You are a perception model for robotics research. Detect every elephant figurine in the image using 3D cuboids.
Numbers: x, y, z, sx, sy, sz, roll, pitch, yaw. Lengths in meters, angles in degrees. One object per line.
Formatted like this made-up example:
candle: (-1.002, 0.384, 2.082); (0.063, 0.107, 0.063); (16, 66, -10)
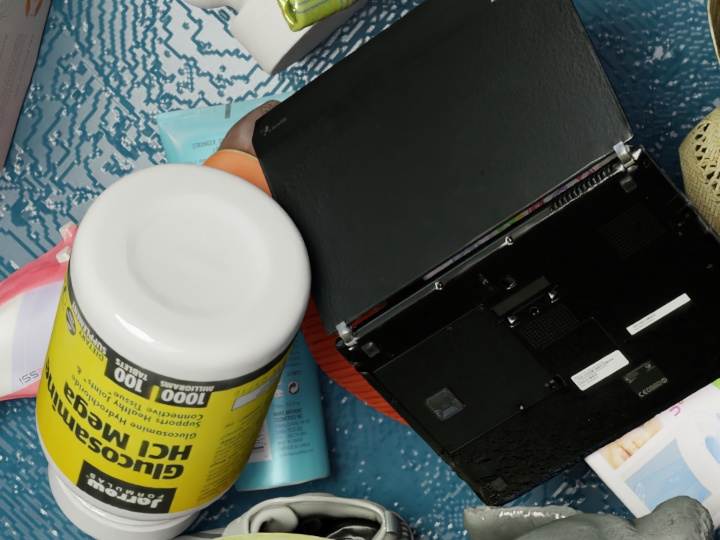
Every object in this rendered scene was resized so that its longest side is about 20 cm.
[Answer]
elephant figurine: (0.089, 0.178, 1.128); (0.141, 0.200, 0.156); (-35, 96, -24)

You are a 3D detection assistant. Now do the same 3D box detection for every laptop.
laptop: (0.072, -0.019, 1.117); (0.177, 0.104, 0.200); (-33, 117, 22)

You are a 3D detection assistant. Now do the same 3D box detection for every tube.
tube: (-0.056, 0.012, 1.238); (0.077, 0.050, 0.202); (-9, 89, 9)

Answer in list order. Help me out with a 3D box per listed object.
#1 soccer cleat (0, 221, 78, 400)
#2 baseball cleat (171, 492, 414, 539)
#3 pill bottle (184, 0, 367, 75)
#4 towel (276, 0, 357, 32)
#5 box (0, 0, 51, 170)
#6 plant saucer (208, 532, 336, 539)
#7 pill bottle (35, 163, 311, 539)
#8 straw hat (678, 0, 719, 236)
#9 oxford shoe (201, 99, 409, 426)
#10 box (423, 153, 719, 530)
soccer cleat: (-0.146, 0.020, 1.241); (0.199, 0.067, 0.077); (-26, 111, 18)
baseball cleat: (-0.073, 0.152, 1.223); (0.198, 0.107, 0.070); (-20, 66, 5)
pill bottle: (-0.076, -0.202, 1.184); (0.109, 0.110, 0.200); (-41, 89, 11)
towel: (-0.011, -0.202, 1.141); (0.023, 0.200, 0.144); (-31, 94, 41)
box: (-0.232, -0.116, 1.173); (0.097, 0.200, 0.125); (18, 98, 7)
plant saucer: (-0.032, 0.208, 1.201); (0.198, 0.031, 0.201); (5, 135, 5)
pill bottle: (-0.097, 0.050, 1.152); (0.112, 0.113, 0.201); (29, 143, 5)
straw hat: (0.198, -0.045, 1.132); (0.085, 0.201, 0.202); (-35, 90, 31)
oxford shoe: (0.000, 0.000, 1.205); (0.071, 0.073, 0.200); (-12, 125, 44)
box: (0.132, 0.025, 1.177); (0.112, 0.101, 0.200); (-43, 88, 12)
